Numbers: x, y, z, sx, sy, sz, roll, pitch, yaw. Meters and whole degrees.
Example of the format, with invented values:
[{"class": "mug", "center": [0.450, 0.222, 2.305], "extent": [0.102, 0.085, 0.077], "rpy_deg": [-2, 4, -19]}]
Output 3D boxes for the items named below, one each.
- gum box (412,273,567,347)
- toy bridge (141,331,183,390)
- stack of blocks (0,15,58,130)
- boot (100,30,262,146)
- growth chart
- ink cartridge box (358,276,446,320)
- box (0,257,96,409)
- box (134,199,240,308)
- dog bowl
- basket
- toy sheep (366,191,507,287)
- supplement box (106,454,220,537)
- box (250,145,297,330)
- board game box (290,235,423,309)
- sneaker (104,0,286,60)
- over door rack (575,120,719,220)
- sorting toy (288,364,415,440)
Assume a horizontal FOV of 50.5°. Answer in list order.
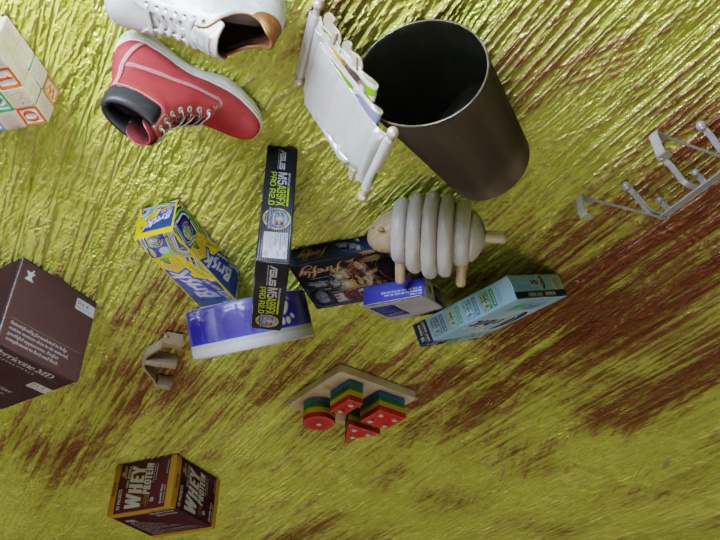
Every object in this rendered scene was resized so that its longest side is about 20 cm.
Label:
[{"class": "gum box", "center": [0.215, 0.066, 1.268], "extent": [0.200, 0.045, 0.170], "rpy_deg": [-33, 160, 37]}, {"class": "toy bridge", "center": [-0.392, 0.175, 1.497], "extent": [0.067, 0.027, 0.200], "rpy_deg": [12, 142, -13]}, {"class": "stack of blocks", "center": [-0.456, -0.253, 0.880], "extent": [0.115, 0.059, 0.200], "rpy_deg": [-7, 143, 11]}, {"class": "boot", "center": [-0.208, -0.179, 0.908], "extent": [0.200, 0.144, 0.072], "rpy_deg": [26, 135, -33]}, {"class": "growth chart", "center": [-0.021, -0.195, 0.871], "extent": [0.018, 0.200, 0.145], "rpy_deg": [-20, 162, -30]}, {"class": "ink cartridge box", "center": [0.069, 0.044, 1.195], "extent": [0.099, 0.039, 0.200], "rpy_deg": [-10, 168, 14]}, {"class": "box", "center": [-0.591, 0.111, 1.293], "extent": [0.200, 0.164, 0.166], "rpy_deg": [-20, 139, 26]}, {"class": "box", "center": [-0.265, -0.020, 1.195], "extent": [0.070, 0.064, 0.200], "rpy_deg": [-12, 143, 17]}, {"class": "dog bowl", "center": [-0.181, 0.089, 1.251], "extent": [0.200, 0.079, 0.200], "rpy_deg": [-12, 177, -1]}, {"class": "basket", "center": [0.114, -0.179, 0.912], "extent": [0.180, 0.136, 0.200], "rpy_deg": [32, 176, 40]}, {"class": "toy sheep", "center": [0.108, -0.048, 1.097], "extent": [0.200, 0.138, 0.138], "rpy_deg": [1, 144, 6]}, {"class": "supplement box", "center": [-0.504, 0.586, 1.974], "extent": [0.197, 0.133, 0.200], "rpy_deg": [-15, 142, 20]}, {"class": "box", "center": [-0.118, -0.045, 1.044], "extent": [0.044, 0.200, 0.160], "rpy_deg": [5, 143, -7]}, {"class": "board game box", "center": [0.000, 0.000, 1.244], "extent": [0.200, 0.035, 0.136], "rpy_deg": [-11, 143, 15]}, {"class": "sneaker", "center": [-0.184, -0.274, 0.829], "extent": [0.200, 0.085, 0.073], "rpy_deg": [1, 146, 1]}, {"class": "over door rack", "center": [0.397, -0.132, 1.017], "extent": [0.200, 0.067, 0.148], "rpy_deg": [-1, 150, -34]}, {"class": "sorting toy", "center": [-0.020, 0.295, 1.622], "extent": [0.200, 0.070, 0.199], "rpy_deg": [24, 138, -29]}]
